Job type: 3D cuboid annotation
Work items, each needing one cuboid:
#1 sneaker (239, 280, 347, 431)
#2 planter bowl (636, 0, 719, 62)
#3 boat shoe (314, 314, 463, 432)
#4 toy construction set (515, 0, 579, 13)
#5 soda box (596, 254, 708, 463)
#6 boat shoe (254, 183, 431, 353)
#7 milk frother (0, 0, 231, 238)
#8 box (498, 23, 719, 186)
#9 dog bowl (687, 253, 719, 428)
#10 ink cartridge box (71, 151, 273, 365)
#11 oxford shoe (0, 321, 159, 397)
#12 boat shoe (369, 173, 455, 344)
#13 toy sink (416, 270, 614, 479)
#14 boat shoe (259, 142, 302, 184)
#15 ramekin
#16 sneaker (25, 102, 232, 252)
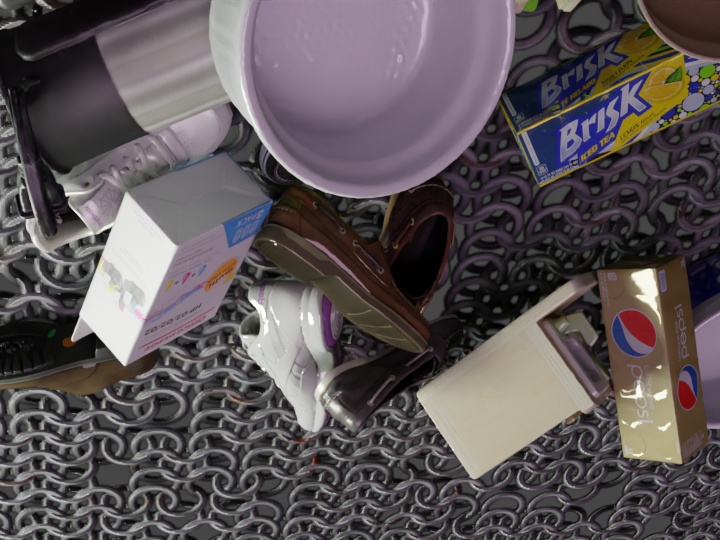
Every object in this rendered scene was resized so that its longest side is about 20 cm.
[{"bbox_3d":[-0.066,0.080,1.058,0.099,0.075,0.201,7,133,10],"label":"sneaker"},{"bbox_3d":[0.276,-0.276,0.789,0.199,0.135,0.201,-6,131,-7],"label":"planter bowl"},{"bbox_3d":[0.041,0.103,1.045,0.199,0.057,0.067,-22,151,-41],"label":"boat shoe"},{"bbox_3d":[0.079,-0.234,0.817,0.199,0.092,0.132,10,127,-7],"label":"toy construction set"},{"bbox_3d":[0.295,0.088,1.068,0.064,0.067,0.201,-19,102,-45],"label":"soda box"},{"bbox_3d":[0.000,0.000,0.945,0.200,0.068,0.072,40,156,-31],"label":"boat shoe"},{"bbox_3d":[-0.159,-0.131,0.757,0.187,0.201,0.181,-21,160,6],"label":"milk frother"},{"bbox_3d":[0.227,-0.155,0.925,0.199,0.064,0.070,-26,131,9],"label":"box"},{"bbox_3d":[0.406,0.075,1.148,0.199,0.079,0.201,-6,131,-7],"label":"dog bowl"},{"bbox_3d":[-0.166,0.003,0.916,0.115,0.068,0.200,-30,160,-45],"label":"ink cartridge box"},{"bbox_3d":[-0.290,0.093,1.014,0.199,0.073,0.085,-7,135,-6],"label":"oxford shoe"},{"bbox_3d":[0.042,0.001,1.013,0.070,0.071,0.201,-1,131,-16],"label":"boat shoe"},{"bbox_3d":[0.179,0.105,1.065,0.200,0.112,0.130,-38,170,18],"label":"toy sink"},{"bbox_3d":[-0.008,-0.112,0.881,0.199,0.071,0.072,-27,140,32],"label":"boat shoe"},{"bbox_3d":[-0.004,-0.160,0.713,0.199,0.098,0.202,-12,118,-24],"label":"ramekin"},{"bbox_3d":[-0.189,-0.077,0.876,0.199,0.100,0.075,-29,127,10],"label":"sneaker"}]
